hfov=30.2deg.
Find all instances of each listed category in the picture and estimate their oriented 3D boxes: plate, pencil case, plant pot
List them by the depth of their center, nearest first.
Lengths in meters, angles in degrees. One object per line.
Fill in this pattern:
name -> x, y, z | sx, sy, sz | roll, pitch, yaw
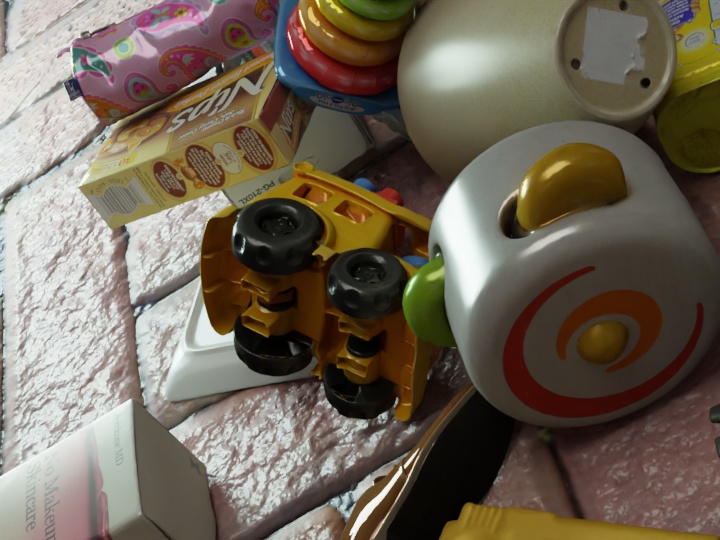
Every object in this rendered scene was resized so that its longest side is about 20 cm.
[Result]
plant pot -> 0.143, -0.149, 0.987 | 0.187, 0.187, 0.200 | -47, 12, -10
pencil case -> -0.166, -0.205, 1.181 | 0.198, 0.088, 0.088 | -26, 40, 5
plate -> -0.080, 0.014, 1.190 | 0.198, 0.032, 0.201 | -12, 45, 30

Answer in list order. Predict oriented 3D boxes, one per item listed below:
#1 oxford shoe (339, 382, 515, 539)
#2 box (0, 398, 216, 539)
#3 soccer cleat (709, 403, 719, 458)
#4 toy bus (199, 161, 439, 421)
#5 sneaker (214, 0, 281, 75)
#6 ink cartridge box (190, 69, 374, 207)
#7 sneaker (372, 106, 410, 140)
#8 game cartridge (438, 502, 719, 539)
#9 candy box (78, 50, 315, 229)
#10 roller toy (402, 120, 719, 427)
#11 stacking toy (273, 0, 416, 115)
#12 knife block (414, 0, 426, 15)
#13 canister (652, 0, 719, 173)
oxford shoe -> 0.036, 0.153, 0.935 | 0.201, 0.071, 0.071 | -52, 35, -14
box -> -0.223, 0.217, 1.046 | 0.199, 0.109, 0.128 | -31, 39, 11
soccer cleat -> 0.262, 0.139, 0.768 | 0.083, 0.065, 0.201 | -22, 41, 17
toy bus -> 0.000, 0.000, 1.066 | 0.199, 0.137, 0.192 | 25, 43, 24
sneaker -> -0.117, -0.249, 1.305 | 0.081, 0.077, 0.201 | -31, 28, 19
ink cartridge box -> -0.081, -0.155, 1.290 | 0.144, 0.085, 0.201 | -31, 31, 8
sneaker -> 0.061, -0.153, 1.165 | 0.199, 0.076, 0.081 | 32, 90, 22
game cartridge -> 0.112, 0.234, 0.823 | 0.198, 0.033, 0.177 | 0, 53, 38
candy box -> -0.138, -0.115, 1.156 | 0.198, 0.056, 0.116 | -16, 35, 28
roller toy -> 0.145, 0.006, 0.892 | 0.201, 0.181, 0.140 | -57, 31, 29
stacking toy -> 0.009, -0.229, 1.060 | 0.201, 0.115, 0.111 | 120, 156, -50
knife block -> 0.159, -0.247, 1.146 | 0.174, 0.064, 0.201 | 18, 55, 21
canister -> 0.298, -0.186, 1.039 | 0.147, 0.087, 0.201 | -18, 42, 24
